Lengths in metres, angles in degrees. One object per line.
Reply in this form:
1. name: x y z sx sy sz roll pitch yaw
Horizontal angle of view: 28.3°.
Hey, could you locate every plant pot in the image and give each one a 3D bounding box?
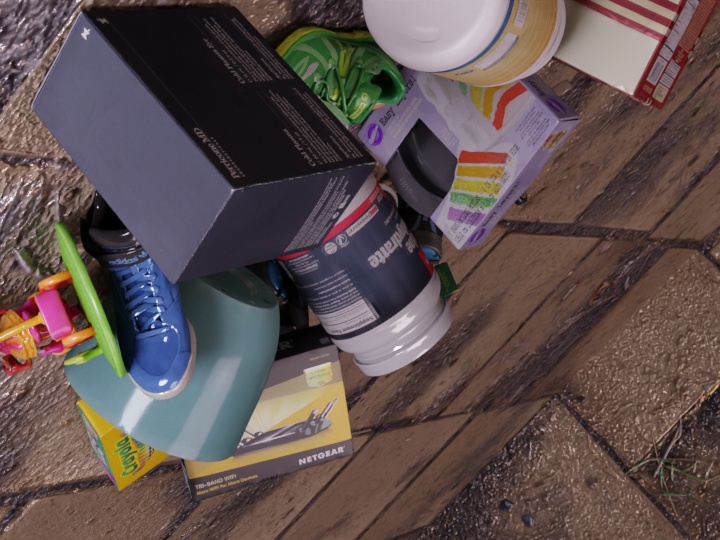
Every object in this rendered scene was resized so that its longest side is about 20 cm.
1. plant pot: -0.174 0.069 1.445 0.161 0.200 0.200 -59 157 14

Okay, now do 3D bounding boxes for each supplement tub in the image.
1. supplement tub: 0.105 -0.252 1.361 0.145 0.145 0.200 -49 159 19
2. supplement tub: 0.000 0.000 1.566 0.140 0.200 0.140 -31 -163 11

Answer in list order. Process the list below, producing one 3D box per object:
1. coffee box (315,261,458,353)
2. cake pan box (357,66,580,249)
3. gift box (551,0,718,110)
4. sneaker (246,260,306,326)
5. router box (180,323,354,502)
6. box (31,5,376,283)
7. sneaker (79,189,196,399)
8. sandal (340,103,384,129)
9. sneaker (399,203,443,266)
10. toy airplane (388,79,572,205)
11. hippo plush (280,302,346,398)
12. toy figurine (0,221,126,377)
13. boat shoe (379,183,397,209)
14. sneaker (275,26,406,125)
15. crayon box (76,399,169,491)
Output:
1. coffee box: 0.023 0.052 1.759 0.123 0.044 0.200 -26 180 36
2. cake pan box: 0.108 -0.150 1.524 0.052 0.184 0.200 -12 148 -50
3. gift box: 0.256 -0.277 1.532 0.201 0.186 0.184 -61 160 7
4. sneaker: -0.115 0.026 1.653 0.082 0.074 0.200 -17 165 8
5. router box: -0.115 0.162 1.634 0.199 0.052 0.158 -16 120 -12
6. box: -0.124 -0.108 1.141 0.182 0.200 0.104 -14 147 -53
7. sneaker: -0.201 0.010 1.274 0.076 0.201 0.111 -12 157 8
8. sandal: -0.037 -0.133 1.423 0.079 0.060 0.206 -8 -169 45
9. sneaker: 0.076 -0.042 1.857 0.200 0.073 0.082 134 -35 -76
10. toy airplane: 0.133 -0.157 1.675 0.200 0.141 0.199 -46 -160 -14
11. hippo plush: -0.113 0.146 1.787 0.161 0.159 0.200 -56 -163 30
12. toy figurine: -0.324 0.061 1.282 0.183 0.151 0.200 -23 -179 -12
13. boat shoe: 0.013 -0.044 1.729 0.073 0.061 0.200 -9 159 -3
14. sneaker: -0.023 -0.182 1.353 0.200 0.084 0.074 -18 150 -49
15. crayon box: -0.242 0.165 1.708 0.172 0.058 0.200 -36 160 -18
